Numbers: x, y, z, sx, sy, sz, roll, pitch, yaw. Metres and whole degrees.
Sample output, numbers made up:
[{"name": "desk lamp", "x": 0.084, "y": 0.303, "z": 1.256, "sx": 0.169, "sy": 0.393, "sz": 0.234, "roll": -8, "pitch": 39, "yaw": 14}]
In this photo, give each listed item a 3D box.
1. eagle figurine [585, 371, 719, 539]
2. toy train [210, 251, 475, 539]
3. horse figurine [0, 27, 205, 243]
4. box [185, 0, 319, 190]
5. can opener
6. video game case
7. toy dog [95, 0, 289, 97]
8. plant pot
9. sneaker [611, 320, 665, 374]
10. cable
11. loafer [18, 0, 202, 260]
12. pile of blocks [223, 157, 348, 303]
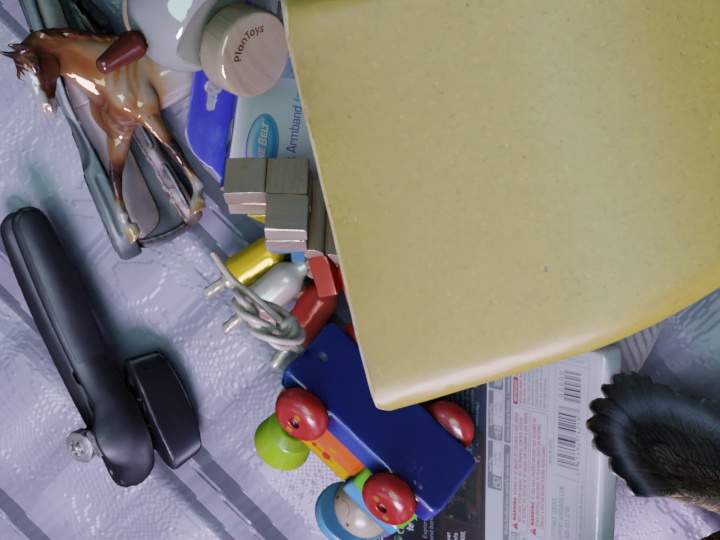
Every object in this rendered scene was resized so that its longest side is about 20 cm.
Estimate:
[{"name": "eagle figurine", "x": 0.208, "y": 0.145, "z": 0.805, "sx": 0.199, "sy": 0.152, "sz": 0.151, "roll": 3, "pitch": 144, "yaw": -4}, {"name": "toy train", "x": -0.035, "y": 0.082, "z": 0.865, "sx": 0.200, "sy": 0.085, "sz": 0.116, "roll": 43, "pitch": 140, "yaw": 2}, {"name": "horse figurine", "x": -0.100, "y": -0.109, "z": 0.848, "sx": 0.199, "sy": 0.050, "sz": 0.133, "roll": -28, "pitch": 97, "yaw": -22}, {"name": "box", "x": 0.001, "y": -0.094, "z": 0.828, "sx": 0.199, "sy": 0.041, "sz": 0.120, "roll": 8, "pitch": 91, "yaw": -13}, {"name": "can opener", "x": -0.183, "y": 0.051, "z": 0.927, "sx": 0.063, "sy": 0.079, "sz": 0.201, "roll": -24, "pitch": 97, "yaw": 52}, {"name": "video game case", "x": 0.075, "y": 0.129, "z": 0.873, "sx": 0.181, "sy": 0.023, "sz": 0.201, "roll": 10, "pitch": 107, "yaw": 38}, {"name": "toy dog", "x": -0.106, "y": -0.180, "z": 0.736, "sx": 0.132, "sy": 0.096, "sz": 0.201, "roll": 3, "pitch": 114, "yaw": 49}, {"name": "plant pot", "x": 0.107, "y": -0.061, "z": 0.680, "sx": 0.199, "sy": 0.195, "sz": 0.195, "roll": -12, "pitch": 93, "yaw": 21}, {"name": "sneaker", "x": 0.138, "y": 0.020, "z": 0.871, "sx": 0.082, "sy": 0.074, "sz": 0.200, "roll": 52, "pitch": 122, "yaw": 37}, {"name": "cable", "x": -0.007, "y": -0.023, "z": 0.876, "sx": 0.097, "sy": 0.050, "sz": 0.200, "roll": 45, "pitch": 107, "yaw": 13}, {"name": "loafer", "x": -0.158, "y": -0.109, "z": 0.883, "sx": 0.063, "sy": 0.072, "sz": 0.201, "roll": -20, "pitch": 107, "yaw": -8}, {"name": "pile of blocks", "x": 0.000, "y": 0.000, "z": 0.812, "sx": 0.199, "sy": 0.062, "sz": 0.082, "roll": 20, "pitch": 146, "yaw": -30}]
